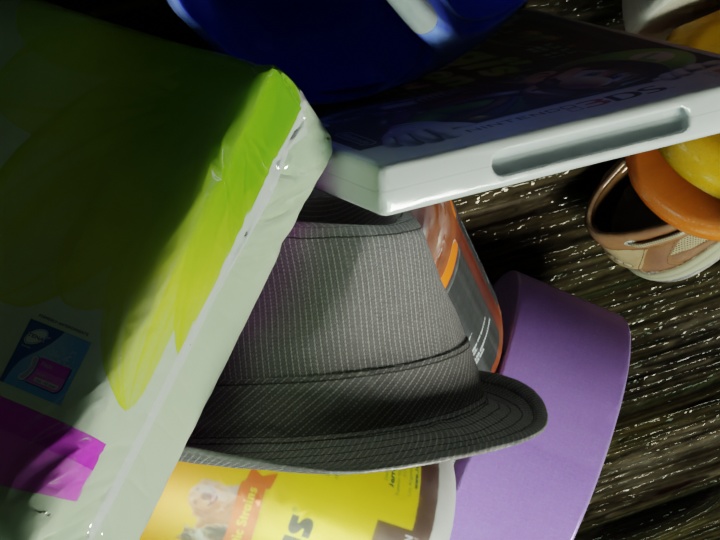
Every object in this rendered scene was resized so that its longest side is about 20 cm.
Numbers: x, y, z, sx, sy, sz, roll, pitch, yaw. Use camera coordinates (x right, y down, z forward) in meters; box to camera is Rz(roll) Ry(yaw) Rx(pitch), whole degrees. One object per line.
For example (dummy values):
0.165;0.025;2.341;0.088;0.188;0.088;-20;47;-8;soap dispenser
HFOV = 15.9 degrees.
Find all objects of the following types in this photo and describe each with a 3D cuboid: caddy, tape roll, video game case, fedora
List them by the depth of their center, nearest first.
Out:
-0.004;-0.134;0.945;0.141;0.105;0.200;-33;153;9;caddy
-0.025;0.018;1.008;0.176;0.091;0.200;-8;-172;-33;fedora
0.042;-0.070;1.045;0.181;0.200;0.023;-14;108;-24;video game case
0.069;0.104;1.333;0.065;0.201;0.200;22;139;-5;tape roll

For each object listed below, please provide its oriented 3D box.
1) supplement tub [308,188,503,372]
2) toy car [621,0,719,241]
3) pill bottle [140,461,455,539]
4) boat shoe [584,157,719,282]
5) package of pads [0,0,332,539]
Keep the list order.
0.000;0.000;1.182;0.107;0.107;0.200;-28;154;1;supplement tub
0.212;-0.078;1.178;0.199;0.176;0.150;-20;164;-16;toy car
-0.065;0.092;1.148;0.199;0.110;0.109;20;132;-23;pill bottle
0.195;-0.064;1.290;0.200;0.076;0.072;-42;147;24;boat shoe
-0.119;0.004;0.950;0.201;0.154;0.068;-63;146;-11;package of pads
